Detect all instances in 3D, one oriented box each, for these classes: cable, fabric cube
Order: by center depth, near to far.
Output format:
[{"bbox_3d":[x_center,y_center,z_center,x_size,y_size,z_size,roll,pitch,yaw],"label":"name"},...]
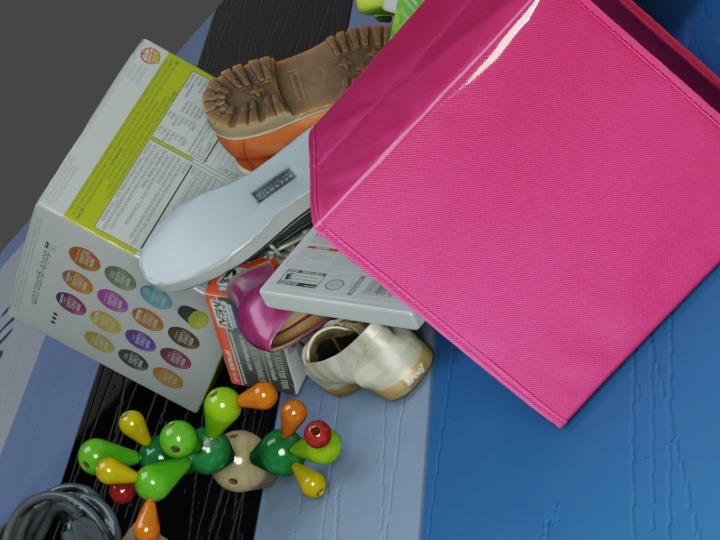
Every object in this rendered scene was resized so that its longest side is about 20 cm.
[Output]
[{"bbox_3d":[0.105,-0.070,1.289,0.199,0.196,0.200,-48,16,14],"label":"fabric cube"},{"bbox_3d":[-0.219,0.239,1.508,0.164,0.051,0.200,-60,31,17],"label":"cable"}]

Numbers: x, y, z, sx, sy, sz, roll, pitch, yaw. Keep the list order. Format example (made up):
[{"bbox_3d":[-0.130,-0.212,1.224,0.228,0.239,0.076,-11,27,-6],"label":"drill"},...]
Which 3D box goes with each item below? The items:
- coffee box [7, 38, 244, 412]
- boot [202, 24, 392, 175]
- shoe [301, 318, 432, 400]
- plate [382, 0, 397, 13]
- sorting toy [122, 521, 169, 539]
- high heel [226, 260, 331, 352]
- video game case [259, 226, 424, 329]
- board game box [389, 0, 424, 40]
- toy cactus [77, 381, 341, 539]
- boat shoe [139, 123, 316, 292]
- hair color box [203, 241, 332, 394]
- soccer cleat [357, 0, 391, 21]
[{"bbox_3d":[-0.166,-0.035,1.899,0.200,0.197,0.200,-62,0,-33],"label":"coffee box"},{"bbox_3d":[-0.017,-0.127,1.698,0.199,0.107,0.075,-12,57,4],"label":"boot"},{"bbox_3d":[-0.005,0.054,1.590,0.070,0.053,0.200,-55,16,-11],"label":"shoe"},{"bbox_3d":[0.135,-0.236,1.591,0.199,0.032,0.200,-31,26,-17],"label":"plate"},{"bbox_3d":[-0.165,0.288,1.506,0.199,0.070,0.200,-55,16,-9],"label":"sorting toy"},{"bbox_3d":[0.000,0.000,1.604,0.199,0.068,0.096,-19,31,-11],"label":"high heel"},{"bbox_3d":[0.036,-0.037,1.563,0.143,0.018,0.200,7,46,40],"label":"video game case"},{"bbox_3d":[0.057,-0.176,1.530,0.200,0.030,0.096,99,150,-50],"label":"board game box"},{"bbox_3d":[-0.096,0.141,1.556,0.199,0.103,0.165,-16,-16,15],"label":"toy cactus"},{"bbox_3d":[-0.074,-0.039,1.655,0.199,0.068,0.074,-38,53,-4],"label":"boat shoe"},{"bbox_3d":[-0.053,-0.013,1.752,0.064,0.111,0.200,7,48,19],"label":"hair color box"},{"bbox_3d":[0.085,-0.271,1.831,0.199,0.084,0.065,-21,1,-5],"label":"soccer cleat"}]
